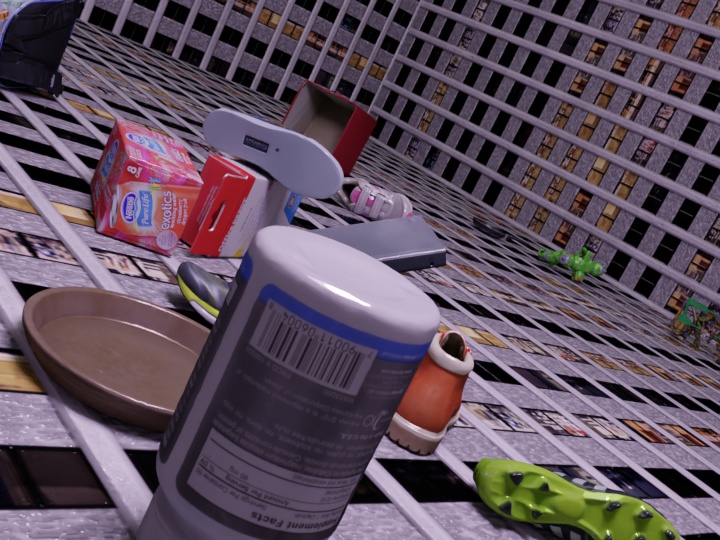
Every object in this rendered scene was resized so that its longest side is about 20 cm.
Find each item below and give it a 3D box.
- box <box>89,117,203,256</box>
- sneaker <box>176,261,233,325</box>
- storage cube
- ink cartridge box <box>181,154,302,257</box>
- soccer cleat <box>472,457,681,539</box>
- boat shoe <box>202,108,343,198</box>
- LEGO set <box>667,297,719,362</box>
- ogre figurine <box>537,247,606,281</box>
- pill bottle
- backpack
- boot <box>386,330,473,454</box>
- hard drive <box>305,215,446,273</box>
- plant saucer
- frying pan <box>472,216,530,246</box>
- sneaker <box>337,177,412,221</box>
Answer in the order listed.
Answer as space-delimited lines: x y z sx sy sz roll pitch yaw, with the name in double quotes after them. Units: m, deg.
-0.268 -0.107 1.084 0.095 0.100 0.200 21 14 -25 "box"
-0.093 0.031 0.912 0.200 0.081 0.074 24 12 -9 "sneaker"
-0.089 -0.373 2.340 0.171 0.200 0.180 29 6 18 "storage cube"
-0.163 -0.081 1.149 0.067 0.116 0.200 32 13 22 "ink cartridge box"
0.195 0.214 0.793 0.200 0.068 0.081 24 0 -8 "soccer cleat"
-0.101 -0.158 1.146 0.200 0.071 0.091 28 17 11 "boat shoe"
0.920 0.178 2.394 0.200 0.116 0.154 23 42 4 "LEGO set"
0.628 -0.022 2.572 0.200 0.098 0.120 35 -1 -11 "ogre figurine"
-0.046 0.087 0.499 0.114 0.200 0.114 25 13 -6 "pill bottle"
-0.577 -0.397 1.475 0.154 0.200 0.191 22 19 2 "backpack"
0.084 0.107 0.906 0.075 0.107 0.200 26 11 4 "boot"
0.006 -0.029 1.245 0.200 0.033 0.140 -9 25 -9 "hard drive"
-0.173 0.072 0.704 0.200 0.029 0.200 26 12 -6 "plant saucer"
0.416 -0.117 2.680 0.190 0.031 0.115 23 12 -31 "frying pan"
0.021 -0.147 1.909 0.200 0.081 0.088 25 11 34 "sneaker"
